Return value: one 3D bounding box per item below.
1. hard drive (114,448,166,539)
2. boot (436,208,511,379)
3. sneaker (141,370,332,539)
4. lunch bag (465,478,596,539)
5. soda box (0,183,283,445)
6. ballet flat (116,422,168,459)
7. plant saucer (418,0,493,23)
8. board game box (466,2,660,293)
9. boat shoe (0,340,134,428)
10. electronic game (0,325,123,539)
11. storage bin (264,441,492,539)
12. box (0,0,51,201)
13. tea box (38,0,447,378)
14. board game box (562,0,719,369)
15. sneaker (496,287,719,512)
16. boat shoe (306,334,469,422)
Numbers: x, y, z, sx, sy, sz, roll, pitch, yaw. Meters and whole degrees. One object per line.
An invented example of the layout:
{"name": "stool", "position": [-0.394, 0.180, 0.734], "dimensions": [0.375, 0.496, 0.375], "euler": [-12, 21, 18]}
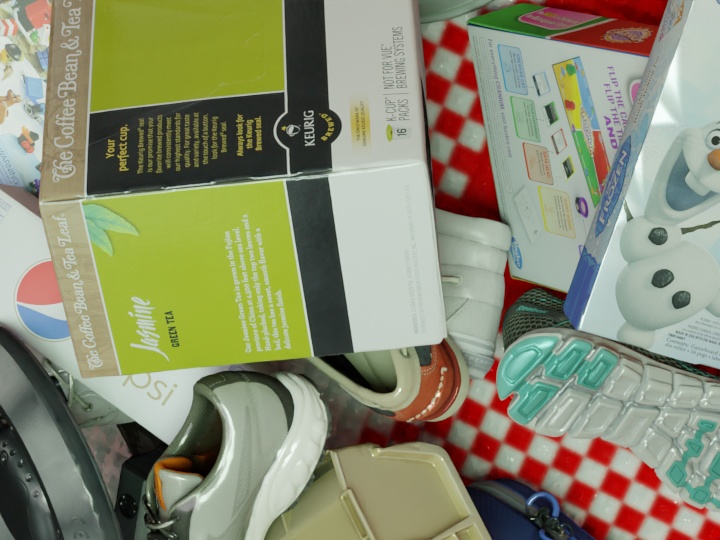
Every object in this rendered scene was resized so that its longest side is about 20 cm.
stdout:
{"name": "hard drive", "position": [-0.098, 0.194, 1.633], "dimensions": [0.033, 0.140, 0.200], "euler": [27, 117, 36]}
{"name": "boot", "position": [0.000, 0.000, 1.573], "dimensions": [0.200, 0.074, 0.096], "euler": [10, 83, 34]}
{"name": "sneaker", "position": [-0.089, 0.142, 1.454], "dimensions": [0.074, 0.079, 0.200], "euler": [28, 101, 50]}
{"name": "lunch bag", "position": [0.065, 0.213, 1.586], "dimensions": [0.136, 0.132, 0.200], "euler": [39, 116, 28]}
{"name": "soda box", "position": [-0.136, 0.032, 1.534], "dimensions": [0.200, 0.068, 0.064], "euler": [35, 95, 7]}
{"name": "ballet flat", "position": [-0.136, 0.052, 1.654], "dimensions": [0.067, 0.046, 0.200], "euler": [-27, 92, 32]}
{"name": "plant saucer", "position": [0.016, -0.228, 1.501], "dimensions": [0.200, 0.050, 0.200], "euler": [6, 109, 17]}
{"name": "board game box", "position": [0.138, -0.054, 1.453], "dimensions": [0.200, 0.040, 0.153], "euler": [19, 125, 56]}
{"name": "boat shoe", "position": [-0.170, 0.067, 1.610], "dimensions": [0.200, 0.067, 0.074], "euler": [-20, 96, 32]}
{"name": "electronic game", "position": [-0.178, 0.122, 1.529], "dimensions": [0.200, 0.042, 0.200], "euler": [46, 148, 40]}
{"name": "storage bin", "position": [-0.010, 0.222, 1.503], "dimensions": [0.200, 0.094, 0.199], "euler": [-38, 70, 35]}
{"name": "box", "position": [-0.157, -0.101, 1.585], "dimensions": [0.137, 0.038, 0.200], "euler": [-27, 97, 6]}
{"name": "tea box", "position": [-0.061, -0.066, 1.451], "dimensions": [0.197, 0.200, 0.134], "euler": [-5, 134, 3]}
{"name": "board game box", "position": [0.224, -0.042, 1.342], "dimensions": [0.200, 0.043, 0.199], "euler": [16, 104, -12]}
{"name": "sneaker", "position": [0.161, 0.064, 1.534], "dimensions": [0.200, 0.091, 0.078], "euler": [28, 113, -22]}
{"name": "boat shoe", "position": [-0.025, 0.013, 1.506], "dimensions": [0.200, 0.063, 0.071], "euler": [43, 109, 30]}
